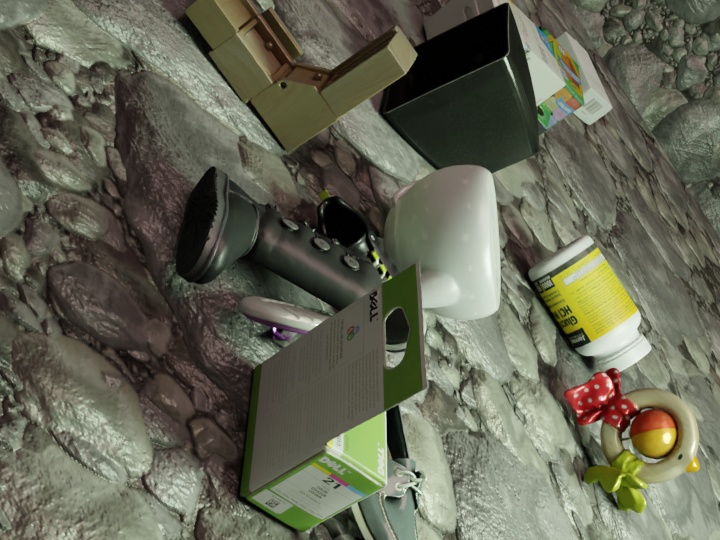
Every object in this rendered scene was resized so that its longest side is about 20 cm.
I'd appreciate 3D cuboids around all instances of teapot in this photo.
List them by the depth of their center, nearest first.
[{"bbox_3d":[0.089,-0.034,1.269,0.200,0.146,0.198,30,58,-76],"label":"teapot"}]

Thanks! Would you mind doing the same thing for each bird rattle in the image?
[{"bbox_3d":[0.373,0.222,1.437,0.113,0.163,0.200,52,30,-50],"label":"bird rattle"}]

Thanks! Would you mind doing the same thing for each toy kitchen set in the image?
[{"bbox_3d":[-0.060,-0.287,1.248,0.200,0.180,0.163,53,26,-15],"label":"toy kitchen set"}]

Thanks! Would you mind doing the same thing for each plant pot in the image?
[{"bbox_3d":[0.168,-0.248,1.586,0.178,0.200,0.200,57,24,-27],"label":"plant pot"}]

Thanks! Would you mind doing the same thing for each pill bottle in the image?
[{"bbox_3d":[0.354,0.056,1.620,0.200,0.112,0.112,57,27,3],"label":"pill bottle"}]

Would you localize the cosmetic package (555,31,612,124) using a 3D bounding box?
[{"bbox_3d":[0.501,-0.445,2.452,0.102,0.074,0.200,30,35,-41],"label":"cosmetic package"}]

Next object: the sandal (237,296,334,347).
[{"bbox_3d":[-0.042,0.065,1.032,0.203,0.082,0.050,16,90,-52],"label":"sandal"}]

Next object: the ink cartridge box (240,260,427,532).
[{"bbox_3d":[-0.002,0.107,0.890,0.076,0.200,0.148,39,32,-30],"label":"ink cartridge box"}]

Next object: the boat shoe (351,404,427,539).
[{"bbox_3d":[0.026,0.188,0.978,0.073,0.062,0.200,43,22,-47],"label":"boat shoe"}]

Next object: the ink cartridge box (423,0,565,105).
[{"bbox_3d":[0.233,-0.382,1.865,0.200,0.145,0.147,33,34,-37],"label":"ink cartridge box"}]

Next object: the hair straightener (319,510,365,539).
[{"bbox_3d":[0.015,0.286,0.919,0.200,0.041,0.077,53,5,7],"label":"hair straightener"}]

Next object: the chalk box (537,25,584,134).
[{"bbox_3d":[0.343,-0.351,2.034,0.125,0.124,0.200,41,30,-25],"label":"chalk box"}]

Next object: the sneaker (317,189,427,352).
[{"bbox_3d":[0.000,0.000,1.138,0.200,0.072,0.083,57,0,26],"label":"sneaker"}]

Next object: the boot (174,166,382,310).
[{"bbox_3d":[-0.071,-0.002,1.007,0.200,0.066,0.165,34,29,-22],"label":"boot"}]
